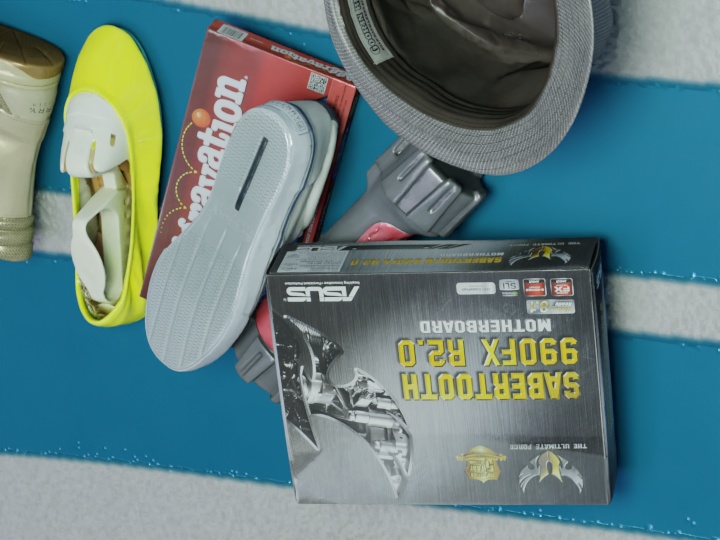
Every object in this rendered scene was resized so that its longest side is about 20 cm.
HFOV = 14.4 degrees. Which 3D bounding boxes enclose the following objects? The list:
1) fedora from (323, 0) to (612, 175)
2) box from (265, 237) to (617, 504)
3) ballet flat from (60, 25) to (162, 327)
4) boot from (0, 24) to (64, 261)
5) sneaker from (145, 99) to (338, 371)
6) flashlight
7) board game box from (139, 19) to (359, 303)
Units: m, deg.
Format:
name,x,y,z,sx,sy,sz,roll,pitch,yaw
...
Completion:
name,x,y,z,sx,sy,sz,roll,pitch,yaw
fedora,0.074,-0.154,1.633,0.199,0.090,0.178,25,120,31
box,0.051,0.062,1.715,0.199,0.048,0.159,0,114,13
ballet flat,-0.165,-0.056,1.848,0.066,0.067,0.201,11,114,32
boot,-0.295,-0.099,1.914,0.199,0.073,0.156,19,114,20
sneaker,-0.066,-0.020,1.759,0.073,0.071,0.201,45,123,22
flashlight,0.000,0.000,1.757,0.200,0.067,0.068,-44,42,30
board game box,-0.071,-0.051,1.802,0.102,0.019,0.201,22,120,10
